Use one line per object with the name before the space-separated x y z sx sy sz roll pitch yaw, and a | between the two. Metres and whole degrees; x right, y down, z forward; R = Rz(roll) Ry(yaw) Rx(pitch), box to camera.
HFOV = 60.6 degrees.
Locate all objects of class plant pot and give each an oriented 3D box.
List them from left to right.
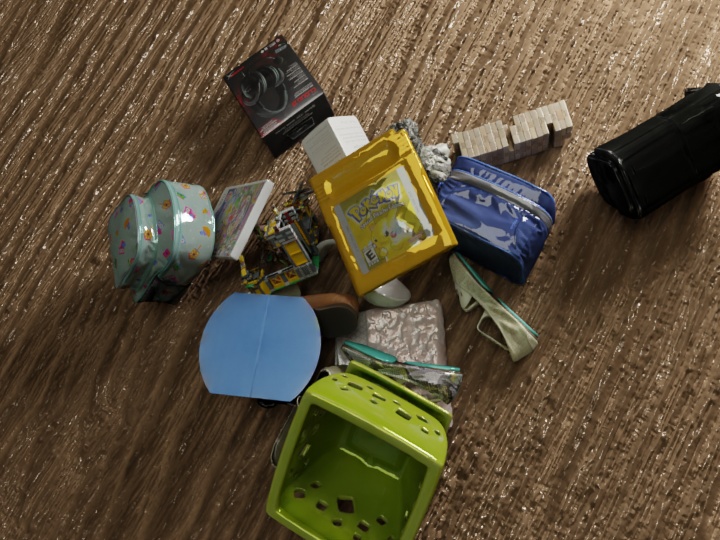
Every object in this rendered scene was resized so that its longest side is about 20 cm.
plant pot | 0.012 0.253 0.843 0.196 0.181 0.204 25 109 13

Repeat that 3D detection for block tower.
block tower | 0.258 -0.225 1.057 0.194 0.054 0.059 -15 66 10

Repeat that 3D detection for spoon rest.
spoon rest | 0.000 0.000 1.025 0.197 0.098 0.062 30 110 29

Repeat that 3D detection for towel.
towel | 0.048 0.155 0.986 0.185 0.032 0.206 -7 70 12

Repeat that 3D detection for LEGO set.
LEGO set | -0.142 -0.063 1.025 0.150 0.117 0.203 -15 37 22

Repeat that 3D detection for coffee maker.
coffee maker | 0.460 -0.181 0.914 0.197 0.192 0.137 -31 82 3

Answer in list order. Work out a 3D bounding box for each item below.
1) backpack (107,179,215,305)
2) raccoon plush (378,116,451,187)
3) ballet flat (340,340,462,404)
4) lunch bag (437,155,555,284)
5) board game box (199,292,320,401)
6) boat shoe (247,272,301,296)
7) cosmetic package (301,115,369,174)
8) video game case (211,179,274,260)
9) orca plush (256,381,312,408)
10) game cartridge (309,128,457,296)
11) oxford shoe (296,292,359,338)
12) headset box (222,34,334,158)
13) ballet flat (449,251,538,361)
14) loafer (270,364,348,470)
backpack | -0.342 -0.057 1.064 0.198 0.151 0.180 -33 61 31
raccoon plush | 0.073 -0.165 1.089 0.199 0.096 0.136 -40 77 31
ballet flat | 0.054 0.160 0.931 0.195 0.072 0.074 11 73 20
lunch bag | 0.204 -0.090 0.976 0.197 0.136 0.134 29 81 22
board game box | -0.152 0.120 0.958 0.194 0.039 0.163 3 68 12
boat shoe | -0.186 0.072 1.062 0.198 0.072 0.063 -35 24 5
cosmetic package | -0.007 -0.150 1.030 0.073 0.101 0.203 -31 88 33
video game case | -0.229 -0.087 1.090 0.198 0.018 0.146 3 67 57
orca plush | -0.167 0.159 0.995 0.199 0.071 0.106 41 96 7
game cartridge | 0.031 -0.090 0.938 0.173 0.032 0.204 -28 81 16
oxford shoe | -0.094 0.073 1.011 0.194 0.073 0.072 -2 27 11
headset box | -0.155 -0.332 1.193 0.147 0.077 0.202 -34 64 0
ballet flat | 0.193 0.057 0.967 0.062 0.067 0.201 -44 65 6
loafer | -0.085 0.227 0.954 0.075 0.069 0.203 34 93 40
